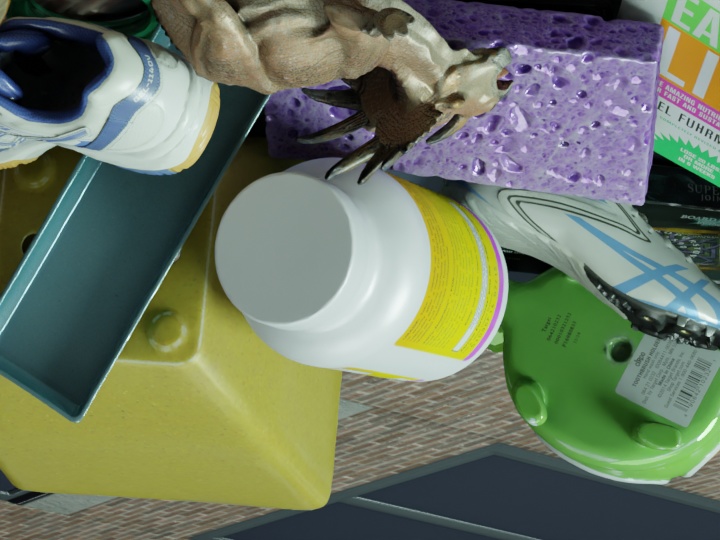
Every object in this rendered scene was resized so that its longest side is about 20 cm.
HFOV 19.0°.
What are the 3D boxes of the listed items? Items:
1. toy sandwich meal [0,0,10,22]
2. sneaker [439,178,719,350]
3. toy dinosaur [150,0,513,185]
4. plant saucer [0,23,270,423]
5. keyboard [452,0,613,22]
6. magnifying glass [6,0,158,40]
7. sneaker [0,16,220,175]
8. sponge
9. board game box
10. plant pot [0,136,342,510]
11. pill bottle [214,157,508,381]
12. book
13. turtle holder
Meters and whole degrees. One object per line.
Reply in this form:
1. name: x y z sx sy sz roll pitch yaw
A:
1. toy sandwich meal: -0.246 -0.157 0.956 0.203 0.071 0.205 2 159 1
2. sneaker: 0.140 -0.017 1.196 0.199 0.073 0.072 31 172 4
3. toy dinosaur: -0.031 -0.107 0.984 0.199 0.086 0.136 16 146 8
4. plant saucer: -0.114 -0.028 1.059 0.070 0.201 0.019 31 -177 13
5. keyboard: 0.032 -0.117 1.099 0.198 0.040 0.104 4 141 12
6. magnifying glass: -0.092 -0.146 1.048 0.199 0.023 0.079 -11 155 35
7. sneaker: -0.164 -0.095 1.034 0.199 0.076 0.088 2 163 33
8. sponge: 0.049 -0.088 1.070 0.198 0.030 0.112 8 145 7
9. board game box: 0.151 -0.029 1.314 0.198 0.028 0.135 6 158 -9
10. plant pot: -0.116 0.014 1.175 0.194 0.196 0.200 3 166 8
11. pill bottle: 0.000 0.000 1.095 0.103 0.105 0.200 -6 172 20
12. book: 0.187 -0.101 1.049 0.133 0.048 0.200 30 161 10
13. turtle holder: 0.150 0.064 1.323 0.184 0.142 0.132 -5 160 16
